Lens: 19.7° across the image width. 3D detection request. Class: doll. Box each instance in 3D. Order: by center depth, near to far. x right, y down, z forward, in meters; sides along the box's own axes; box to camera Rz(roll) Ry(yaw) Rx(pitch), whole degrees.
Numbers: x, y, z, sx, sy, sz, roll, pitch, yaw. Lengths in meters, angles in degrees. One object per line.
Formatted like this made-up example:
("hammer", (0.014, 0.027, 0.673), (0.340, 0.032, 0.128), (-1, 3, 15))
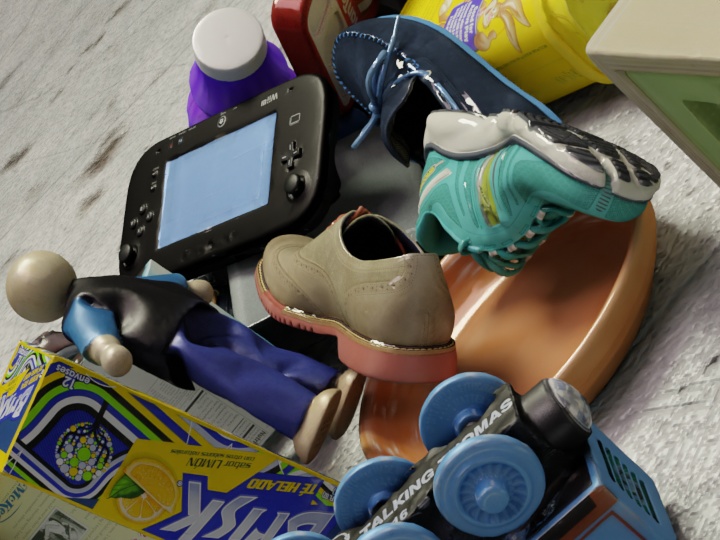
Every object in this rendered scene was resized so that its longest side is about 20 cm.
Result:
("doll", (-0.101, 0.037, 1.103), (0.136, 0.199, 0.049), (-34, -35, -65))

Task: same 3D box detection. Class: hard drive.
("hard drive", (-0.017, -0.022, 1.301), (0.139, 0.033, 0.200), (-27, 25, 5))

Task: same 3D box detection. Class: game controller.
("game controller", (-0.085, -0.053, 1.305), (0.199, 0.042, 0.105), (-20, 66, 43))

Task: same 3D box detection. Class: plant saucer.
("plant saucer", (0.080, 0.033, 1.069), (0.200, 0.037, 0.201), (-42, 23, 22))

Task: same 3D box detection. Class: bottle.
("bottle", (-0.074, -0.104, 1.395), (0.200, 0.083, 0.066), (78, -163, -65))

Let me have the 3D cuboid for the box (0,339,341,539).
("box", (-0.089, 0.106, 1.047), (0.065, 0.199, 0.070), (-66, 23, -5))

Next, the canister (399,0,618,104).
("canister", (0.106, -0.161, 1.274), (0.200, 0.086, 0.149), (-21, 35, 53))

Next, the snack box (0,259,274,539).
("snack box", (-0.135, 0.104, 1.223), (0.200, 0.116, 0.037), (-50, 14, 19))

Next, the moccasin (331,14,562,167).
("moccasin", (0.039, -0.097, 1.208), (0.068, 0.081, 0.200), (-25, 35, -28))

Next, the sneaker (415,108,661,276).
("sneaker", (0.086, -0.035, 1.052), (0.200, 0.077, 0.080), (7, 80, 68))

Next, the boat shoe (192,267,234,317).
("boat shoe", (-0.108, 0.037, 1.326), (0.200, 0.090, 0.071), (-125, 49, -67))

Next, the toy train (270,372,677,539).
("toy train", (0.037, 0.133, 0.882), (0.200, 0.114, 0.087), (-44, 19, 13))

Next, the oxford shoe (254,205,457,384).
("oxford shoe", (0.000, 0.000, 1.102), (0.200, 0.070, 0.075), (27, 117, 60))

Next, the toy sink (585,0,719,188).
("toy sink", (0.210, -0.087, 0.890), (0.112, 0.130, 0.200), (-53, 23, -8))

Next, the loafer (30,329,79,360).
("loafer", (-0.189, 0.083, 1.320), (0.072, 0.063, 0.200), (-40, -23, -11))

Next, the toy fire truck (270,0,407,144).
("toy fire truck", (-0.005, -0.177, 1.398), (0.111, 0.200, 0.169), (10, 64, 19))
